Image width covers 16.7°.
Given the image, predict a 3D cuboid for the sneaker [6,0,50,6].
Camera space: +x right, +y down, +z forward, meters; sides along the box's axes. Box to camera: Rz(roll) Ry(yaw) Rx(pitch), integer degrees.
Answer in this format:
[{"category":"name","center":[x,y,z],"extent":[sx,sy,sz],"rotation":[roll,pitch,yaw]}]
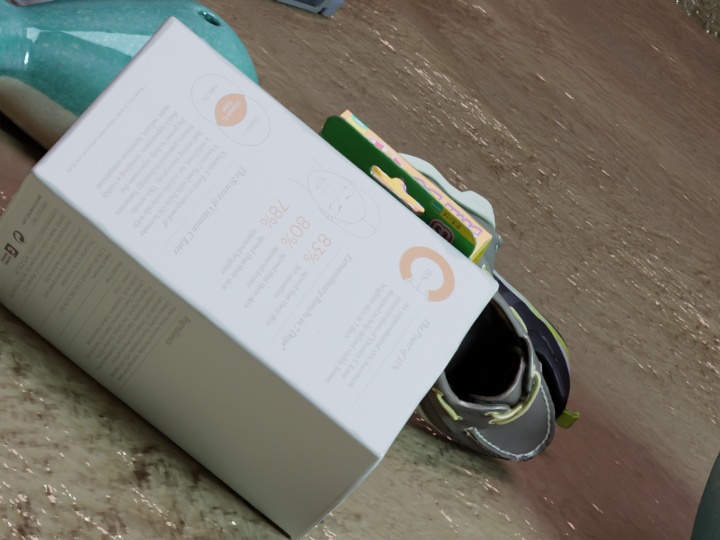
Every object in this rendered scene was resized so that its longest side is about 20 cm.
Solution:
[{"category":"sneaker","center":[-0.178,-0.199,1.448],"extent":[0.199,0.109,0.070],"rotation":[37,18,-10]}]

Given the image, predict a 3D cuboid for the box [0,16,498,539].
[{"category":"box","center":[-0.058,0.004,1.129],"extent":[0.200,0.098,0.125],"rotation":[39,51,-2]}]

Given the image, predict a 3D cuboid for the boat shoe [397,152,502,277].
[{"category":"boat shoe","center":[0.021,-0.018,1.329],"extent":[0.201,0.072,0.061],"rotation":[19,58,-60]}]

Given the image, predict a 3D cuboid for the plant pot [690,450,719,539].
[{"category":"plant pot","center":[0.287,0.165,1.355],"extent":[0.196,0.200,0.196],"rotation":[35,17,-12]}]

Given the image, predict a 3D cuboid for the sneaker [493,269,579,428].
[{"category":"sneaker","center":[0.056,0.026,1.440],"extent":[0.199,0.072,0.083],"rotation":[33,19,-21]}]

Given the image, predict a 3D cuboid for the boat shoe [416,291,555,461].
[{"category":"boat shoe","center":[0.062,0.050,1.319],"extent":[0.059,0.072,0.200],"rotation":[38,-13,43]}]

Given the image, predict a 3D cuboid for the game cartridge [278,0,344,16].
[{"category":"game cartridge","center":[-0.102,-0.263,1.899],"extent":[0.130,0.038,0.200],"rotation":[52,20,22]}]

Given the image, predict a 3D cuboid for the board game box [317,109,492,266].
[{"category":"board game box","center":[0.000,0.000,1.222],"extent":[0.095,0.200,0.030],"rotation":[41,59,8]}]

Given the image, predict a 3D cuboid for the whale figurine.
[{"category":"whale figurine","center":[-0.138,-0.111,1.321],"extent":[0.199,0.104,0.159],"rotation":[26,22,-38]}]
